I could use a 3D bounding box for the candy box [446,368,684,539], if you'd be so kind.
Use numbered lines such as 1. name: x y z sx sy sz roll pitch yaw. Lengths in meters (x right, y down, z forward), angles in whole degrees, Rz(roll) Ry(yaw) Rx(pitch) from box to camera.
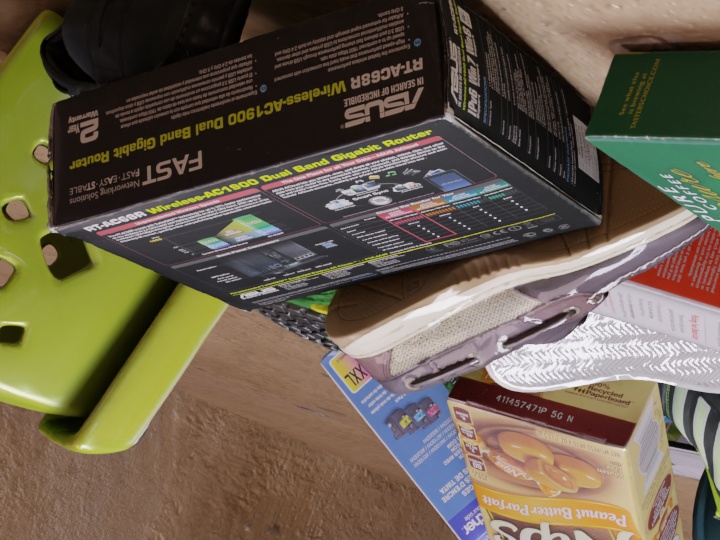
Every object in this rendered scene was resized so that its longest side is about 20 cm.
1. candy box: 0.131 0.133 1.098 0.115 0.055 0.201 14 144 28

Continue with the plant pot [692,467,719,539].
1. plant pot: 0.332 0.154 1.111 0.199 0.201 0.196 20 162 -4

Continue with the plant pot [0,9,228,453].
1. plant pot: -0.176 -0.007 1.033 0.181 0.201 0.199 36 168 -12

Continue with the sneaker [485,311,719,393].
1. sneaker: 0.162 0.016 1.031 0.199 0.074 0.116 0 -157 -4

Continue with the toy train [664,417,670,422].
1. toy train: 0.184 0.075 1.199 0.115 0.085 0.200 3 174 22

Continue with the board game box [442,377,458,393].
1. board game box: 0.094 0.071 1.243 0.105 0.023 0.200 55 -164 15

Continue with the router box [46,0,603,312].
1. router box: -0.015 -0.046 0.785 0.199 0.063 0.150 -14 159 28

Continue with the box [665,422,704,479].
1. box: 0.278 0.127 1.395 0.116 0.060 0.199 27 168 -38

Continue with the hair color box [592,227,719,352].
1. hair color box: 0.191 0.005 0.901 0.199 0.062 0.102 18 170 14

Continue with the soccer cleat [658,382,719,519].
1. soccer cleat: 0.217 0.081 1.060 0.067 0.201 0.081 -13 157 -38

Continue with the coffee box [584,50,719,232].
1. coffee box: 0.196 -0.042 0.681 0.123 0.044 0.199 27 167 -35

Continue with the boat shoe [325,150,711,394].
1. boat shoe: 0.080 0.002 0.845 0.199 0.072 0.065 -25 126 19

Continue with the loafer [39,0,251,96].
1. loafer: -0.107 -0.106 0.848 0.070 0.068 0.200 24 169 -19

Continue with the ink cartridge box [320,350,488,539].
1. ink cartridge box: 0.077 0.114 1.276 0.200 0.076 0.136 53 -164 9

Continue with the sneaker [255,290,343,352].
1. sneaker: 0.000 0.000 1.063 0.199 0.086 0.078 3 156 42
